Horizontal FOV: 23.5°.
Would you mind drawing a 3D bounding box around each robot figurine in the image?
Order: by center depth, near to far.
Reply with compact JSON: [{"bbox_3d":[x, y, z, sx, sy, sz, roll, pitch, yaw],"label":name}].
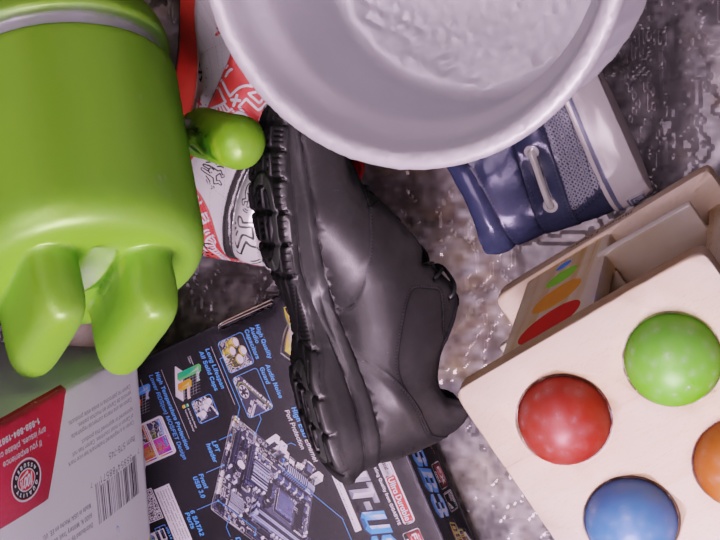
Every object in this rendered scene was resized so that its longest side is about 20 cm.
[{"bbox_3d":[-0.138,-0.054,0.804,0.116,0.175,0.200,128,136,-54],"label":"robot figurine"}]

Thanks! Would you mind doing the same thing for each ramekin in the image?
[{"bbox_3d":[0.037,-0.151,0.770,0.200,0.098,0.201,6,104,25],"label":"ramekin"}]

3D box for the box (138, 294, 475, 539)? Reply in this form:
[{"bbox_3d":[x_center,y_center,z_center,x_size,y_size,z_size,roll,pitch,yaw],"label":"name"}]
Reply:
[{"bbox_3d":[-0.052,0.126,0.935,0.198,0.050,0.200,-25,86,21],"label":"box"}]

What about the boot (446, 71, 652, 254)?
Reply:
[{"bbox_3d":[0.064,-0.110,0.852,0.090,0.073,0.200,-23,89,14],"label":"boot"}]

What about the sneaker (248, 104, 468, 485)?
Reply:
[{"bbox_3d":[0.000,0.000,0.848,0.091,0.076,0.200,-15,105,-12],"label":"sneaker"}]

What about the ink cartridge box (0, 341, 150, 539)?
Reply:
[{"bbox_3d":[-0.194,0.147,0.834,0.144,0.145,0.200,1,103,21],"label":"ink cartridge box"}]

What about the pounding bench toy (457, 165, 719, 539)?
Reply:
[{"bbox_3d":[0.166,0.035,0.775,0.200,0.156,0.124,-32,99,20],"label":"pounding bench toy"}]

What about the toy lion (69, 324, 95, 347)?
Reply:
[{"bbox_3d":[-0.213,-0.045,0.947,0.200,0.069,0.192,3,83,-3],"label":"toy lion"}]

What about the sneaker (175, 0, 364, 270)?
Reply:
[{"bbox_3d":[-0.042,-0.098,0.898,0.108,0.067,0.202,19,105,15],"label":"sneaker"}]

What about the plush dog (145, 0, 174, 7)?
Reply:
[{"bbox_3d":[-0.162,-0.238,0.867,0.160,0.172,0.200,9,100,19],"label":"plush dog"}]
